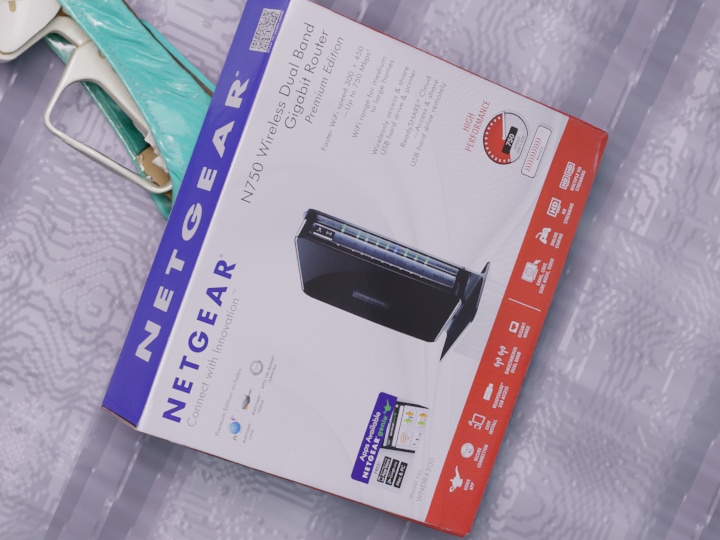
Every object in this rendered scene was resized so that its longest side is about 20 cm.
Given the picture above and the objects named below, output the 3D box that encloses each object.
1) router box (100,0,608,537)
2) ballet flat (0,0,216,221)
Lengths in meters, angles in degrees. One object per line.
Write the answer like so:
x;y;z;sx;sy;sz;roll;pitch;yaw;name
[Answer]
0.000;0.000;0.978;0.178;0.049;0.202;20;89;-28;router box
-0.127;-0.102;0.971;0.070;0.067;0.200;-44;99;-20;ballet flat
